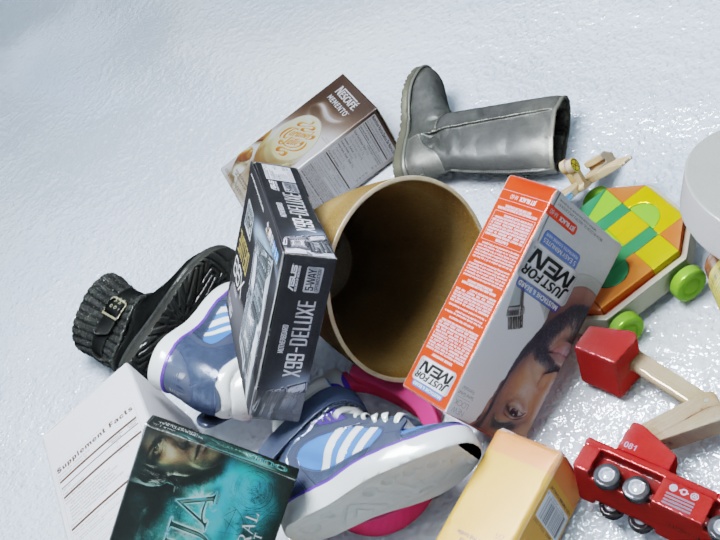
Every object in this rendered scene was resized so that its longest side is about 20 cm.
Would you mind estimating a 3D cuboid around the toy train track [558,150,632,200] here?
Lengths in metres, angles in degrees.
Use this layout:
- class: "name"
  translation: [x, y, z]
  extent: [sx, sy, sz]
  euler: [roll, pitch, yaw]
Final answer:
- class: "toy train track"
  translation: [0.188, -0.078, 0.905]
  extent: [0.199, 0.033, 0.114]
  euler: [-36, 3, -41]

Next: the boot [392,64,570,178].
- class: "boot"
  translation: [0.140, -0.175, 1.069]
  extent: [0.197, 0.072, 0.186]
  euler: [-12, 60, 35]

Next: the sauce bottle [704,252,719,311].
- class: "sauce bottle"
  translation: [0.324, 0.061, 0.728]
  extent: [0.065, 0.066, 0.203]
  euler: [-20, 44, 18]

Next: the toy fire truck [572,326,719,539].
- class: "toy fire truck"
  translation: [0.237, 0.132, 0.730]
  extent: [0.198, 0.049, 0.141]
  euler: [19, 57, 38]

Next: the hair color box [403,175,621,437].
- class: "hair color box"
  translation: [0.132, 0.037, 0.805]
  extent: [0.064, 0.110, 0.203]
  euler: [26, 87, 51]

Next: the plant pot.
- class: "plant pot"
  translation: [0.000, 0.000, 0.948]
  extent: [0.187, 0.187, 0.199]
  euler: [-50, 26, -16]

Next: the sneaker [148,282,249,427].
- class: "sneaker"
  translation: [-0.113, 0.088, 0.987]
  extent: [0.144, 0.082, 0.200]
  euler: [17, 27, 17]

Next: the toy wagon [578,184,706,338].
- class: "toy wagon"
  translation: [0.214, 0.004, 0.875]
  extent: [0.198, 0.040, 0.156]
  euler: [-36, 41, 1]

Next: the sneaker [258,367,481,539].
- class: "sneaker"
  translation: [0.002, 0.133, 0.820]
  extent: [0.198, 0.080, 0.149]
  euler: [-30, 47, 21]

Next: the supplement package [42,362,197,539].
- class: "supplement package"
  translation: [-0.213, 0.215, 0.918]
  extent: [0.119, 0.122, 0.200]
  euler: [-39, 40, 0]

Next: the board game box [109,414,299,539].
- class: "board game box"
  translation: [-0.145, 0.238, 0.786]
  extent: [0.028, 0.133, 0.204]
  euler: [-74, 3, -81]

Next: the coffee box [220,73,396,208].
- class: "coffee box"
  translation: [-0.063, -0.136, 1.167]
  extent: [0.199, 0.080, 0.115]
  euler: [-38, 41, -1]

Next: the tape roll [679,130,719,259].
- class: "tape roll"
  translation: [0.365, -0.060, 0.773]
  extent: [0.198, 0.038, 0.205]
  euler: [-3, 38, 3]

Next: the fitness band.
- class: "fitness band"
  translation: [-0.002, 0.163, 0.884]
  extent: [0.198, 0.038, 0.145]
  euler: [19, 66, 45]

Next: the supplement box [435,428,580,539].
- class: "supplement box"
  translation: [0.097, 0.230, 0.732]
  extent: [0.066, 0.069, 0.201]
  euler: [15, 61, 43]

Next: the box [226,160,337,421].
- class: "box"
  translation: [-0.078, 0.013, 0.858]
  extent: [0.049, 0.161, 0.201]
  euler: [6, 26, -18]

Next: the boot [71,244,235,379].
- class: "boot"
  translation: [-0.251, 0.036, 1.142]
  extent: [0.212, 0.080, 0.157]
  euler: [-49, 42, -12]
